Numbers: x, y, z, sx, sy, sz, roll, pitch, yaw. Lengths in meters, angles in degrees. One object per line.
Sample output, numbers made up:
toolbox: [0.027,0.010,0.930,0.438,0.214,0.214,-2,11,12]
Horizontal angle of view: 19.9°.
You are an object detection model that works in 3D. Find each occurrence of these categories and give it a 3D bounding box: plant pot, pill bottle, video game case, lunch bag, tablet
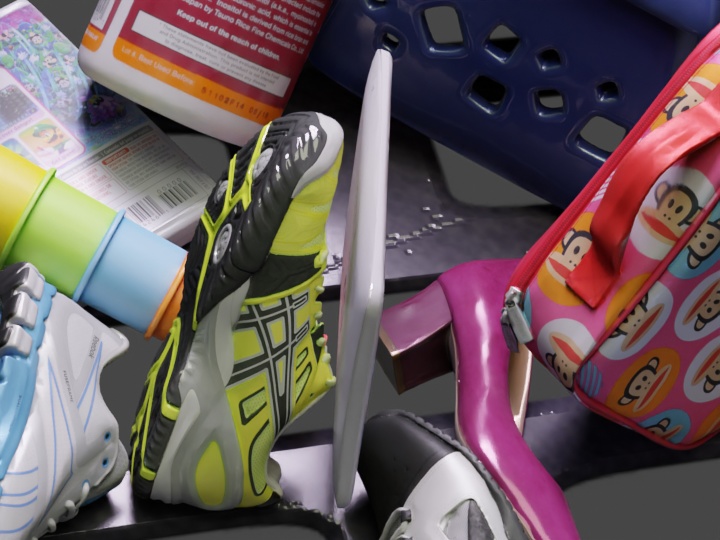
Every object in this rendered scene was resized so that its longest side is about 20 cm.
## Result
plant pot: [0.115,-0.178,1.109,0.199,0.180,0.200,30,52,2]
pill bottle: [-0.060,-0.175,1.074,0.113,0.113,0.201,26,96,12]
video game case: [-0.200,-0.043,1.068,0.200,0.024,0.182,-33,63,-28]
lunch bag: [0.163,-0.017,0.968,0.200,0.176,0.082,-51,53,9]
tablet: [0.000,0.000,0.974,0.014,0.131,0.200,6,38,-2]

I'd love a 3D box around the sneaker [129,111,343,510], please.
sneaker: [-0.044,0.020,0.956,0.076,0.201,0.075,17,20,-17]

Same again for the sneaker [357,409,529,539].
sneaker: [0.035,0.150,0.922,0.088,0.074,0.200,-19,57,-24]

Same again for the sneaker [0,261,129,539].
sneaker: [-0.150,0.098,0.941,0.086,0.075,0.201,28,59,-26]

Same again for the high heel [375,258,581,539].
high heel: [0.084,0.070,0.993,0.096,0.068,0.200,-24,55,-12]

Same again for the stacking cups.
stacking cups: [-0.113,0.004,1.010,0.199,0.061,0.061,30,51,-8]
